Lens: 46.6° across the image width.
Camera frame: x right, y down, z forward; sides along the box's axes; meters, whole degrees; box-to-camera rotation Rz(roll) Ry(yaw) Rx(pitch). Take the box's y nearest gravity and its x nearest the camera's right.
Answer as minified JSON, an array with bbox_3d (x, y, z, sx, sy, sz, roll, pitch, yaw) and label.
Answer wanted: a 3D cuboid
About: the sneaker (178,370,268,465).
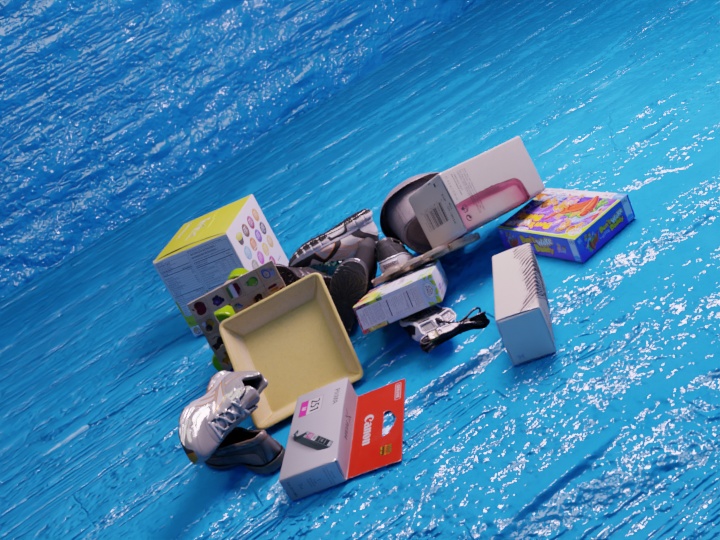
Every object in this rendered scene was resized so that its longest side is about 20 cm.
[{"bbox_3d":[-0.203,0.209,1.262,0.090,0.077,0.201,-16,24,23],"label":"sneaker"}]

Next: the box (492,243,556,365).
[{"bbox_3d":[0.238,0.045,1.235,0.067,0.083,0.201,-20,25,16],"label":"box"}]

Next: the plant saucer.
[{"bbox_3d":[-0.113,0.137,1.388,0.197,0.203,0.049,-27,-23,2],"label":"plant saucer"}]

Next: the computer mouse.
[{"bbox_3d":[0.119,0.089,1.306,0.108,0.045,0.200,-28,9,-11],"label":"computer mouse"}]

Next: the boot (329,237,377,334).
[{"bbox_3d":[0.000,0.001,1.539,0.064,0.167,0.201,23,36,6],"label":"boot"}]

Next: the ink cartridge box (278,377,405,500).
[{"bbox_3d":[-0.022,0.226,1.208,0.170,0.044,0.201,-24,22,15],"label":"ink cartridge box"}]

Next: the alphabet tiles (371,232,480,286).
[{"bbox_3d":[0.117,-0.019,1.489,0.197,0.015,0.195,-25,-4,21],"label":"alphabet tiles"}]

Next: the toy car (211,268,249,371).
[{"bbox_3d":[-0.172,0.100,1.599,0.194,0.161,0.165,5,31,3],"label":"toy car"}]

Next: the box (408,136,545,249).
[{"bbox_3d":[0.205,-0.135,1.484,0.197,0.111,0.128,-26,-3,-27],"label":"box"}]

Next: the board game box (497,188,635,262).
[{"bbox_3d":[0.346,-0.081,1.426,0.134,0.045,0.199,-37,23,-20],"label":"board game box"}]

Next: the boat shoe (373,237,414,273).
[{"bbox_3d":[0.061,-0.030,1.552,0.067,0.058,0.200,-24,-3,5],"label":"boat shoe"}]

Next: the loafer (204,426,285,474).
[{"bbox_3d":[-0.192,0.265,1.296,0.197,0.064,0.072,-5,31,45],"label":"loafer"}]

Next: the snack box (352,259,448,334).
[{"bbox_3d":[0.073,0.041,1.402,0.139,0.054,0.200,-23,3,11],"label":"snack box"}]

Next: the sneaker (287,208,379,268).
[{"bbox_3d":[-0.050,-0.040,1.650,0.197,0.081,0.074,-28,17,2],"label":"sneaker"}]

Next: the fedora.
[{"bbox_3d":[0.133,-0.092,1.585,0.177,0.197,0.091,-48,46,24],"label":"fedora"}]

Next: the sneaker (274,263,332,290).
[{"bbox_3d":[-0.114,0.023,1.589,0.195,0.062,0.104,10,3,-21],"label":"sneaker"}]

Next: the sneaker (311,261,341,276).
[{"bbox_3d":[-0.072,0.003,1.700,0.197,0.081,0.078,-27,21,1],"label":"sneaker"}]

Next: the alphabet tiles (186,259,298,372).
[{"bbox_3d":[-0.180,0.106,1.441,0.164,0.203,0.008,-26,18,1],"label":"alphabet tiles"}]

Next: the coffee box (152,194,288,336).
[{"bbox_3d":[-0.302,-0.014,1.853,0.196,0.201,0.201,-19,23,20],"label":"coffee box"}]
